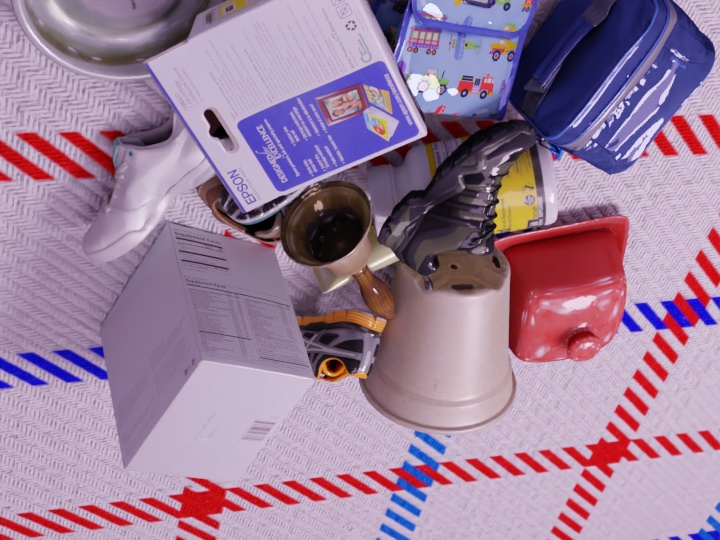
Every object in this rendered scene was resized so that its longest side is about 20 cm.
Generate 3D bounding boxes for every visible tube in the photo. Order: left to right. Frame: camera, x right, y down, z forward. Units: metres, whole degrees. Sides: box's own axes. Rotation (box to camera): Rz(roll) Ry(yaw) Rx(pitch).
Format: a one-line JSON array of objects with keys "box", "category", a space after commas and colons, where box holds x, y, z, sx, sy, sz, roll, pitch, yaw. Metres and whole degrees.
[{"box": [0.036, -0.036, 1.458, 0.199, 0.052, 0.058, -22, -176, -3], "category": "tube"}]

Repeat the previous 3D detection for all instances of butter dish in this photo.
[{"box": [0.257, 0.049, 1.583, 0.198, 0.148, 0.201, -12, 139, -11], "category": "butter dish"}]

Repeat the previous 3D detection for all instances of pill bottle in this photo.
[{"box": [0.110, -0.090, 1.388, 0.198, 0.112, 0.112, -9, 140, 2], "category": "pill bottle"}]

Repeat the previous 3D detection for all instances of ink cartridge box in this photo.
[{"box": [-0.065, -0.169, 1.163, 0.199, 0.047, 0.198, -21, 131, 12], "category": "ink cartridge box"}]

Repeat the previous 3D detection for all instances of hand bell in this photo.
[{"box": [0.000, 0.000, 1.385, 0.104, 0.105, 0.200, -27, 142, 8], "category": "hand bell"}]

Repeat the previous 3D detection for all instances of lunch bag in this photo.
[{"box": [0.094, -0.259, 1.231, 0.150, 0.094, 0.201, 1, 125, -30], "category": "lunch bag"}, {"box": [0.241, -0.205, 1.291, 0.132, 0.136, 0.200, 24, 112, -38], "category": "lunch bag"}]

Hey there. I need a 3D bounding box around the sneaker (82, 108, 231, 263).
[{"box": [-0.230, -0.095, 1.293, 0.200, 0.075, 0.088, -41, 123, 15], "category": "sneaker"}]

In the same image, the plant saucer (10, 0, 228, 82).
[{"box": [-0.208, -0.258, 1.118, 0.199, 0.050, 0.201, -9, 139, -7], "category": "plant saucer"}]

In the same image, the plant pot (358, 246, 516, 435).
[{"box": [0.104, 0.063, 1.520, 0.199, 0.201, 0.184, -6, 127, -16], "category": "plant pot"}]

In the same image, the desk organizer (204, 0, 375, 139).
[{"box": [-0.077, -0.204, 1.216, 0.071, 0.077, 0.200, 21, 125, -38], "category": "desk organizer"}]

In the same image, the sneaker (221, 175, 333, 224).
[{"box": [-0.054, -0.110, 1.303, 0.200, 0.078, 0.080, -39, 153, -12], "category": "sneaker"}]

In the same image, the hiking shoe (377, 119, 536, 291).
[{"box": [0.115, -0.070, 1.300, 0.200, 0.076, 0.101, -40, 100, 21], "category": "hiking shoe"}]

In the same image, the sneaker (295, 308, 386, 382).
[{"box": [-0.047, 0.098, 1.520, 0.078, 0.078, 0.200, 17, 161, -30], "category": "sneaker"}]

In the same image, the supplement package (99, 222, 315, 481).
[{"box": [-0.177, 0.094, 1.411, 0.146, 0.201, 0.191, 13, 131, -34], "category": "supplement package"}]

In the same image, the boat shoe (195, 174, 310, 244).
[{"box": [-0.099, -0.059, 1.373, 0.199, 0.072, 0.076, 22, 125, -39], "category": "boat shoe"}]
